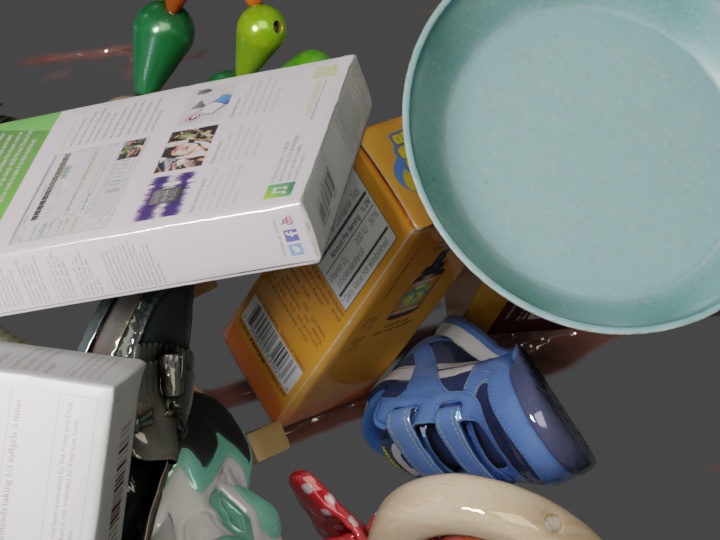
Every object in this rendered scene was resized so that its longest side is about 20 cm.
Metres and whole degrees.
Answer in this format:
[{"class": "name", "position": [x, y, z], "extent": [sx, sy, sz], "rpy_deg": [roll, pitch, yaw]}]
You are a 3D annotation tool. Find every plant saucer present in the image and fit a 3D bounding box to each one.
[{"class": "plant saucer", "position": [0.114, -0.061, 1.252], "extent": [0.199, 0.036, 0.201], "rpy_deg": [3, 72, -10]}]

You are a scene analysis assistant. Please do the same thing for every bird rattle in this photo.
[{"class": "bird rattle", "position": [0.056, 0.148, 1.328], "extent": [0.200, 0.163, 0.113], "rpy_deg": [37, 52, -5]}]

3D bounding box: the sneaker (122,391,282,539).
[{"class": "sneaker", "position": [-0.092, 0.172, 1.311], "extent": [0.077, 0.140, 0.201], "rpy_deg": [20, 32, -38]}]

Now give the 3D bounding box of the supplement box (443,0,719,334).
[{"class": "supplement box", "position": [0.152, -0.064, 1.385], "extent": [0.199, 0.197, 0.134], "rpy_deg": [-5, 72, -11]}]

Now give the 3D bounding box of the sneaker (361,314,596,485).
[{"class": "sneaker", "position": [0.057, 0.081, 1.335], "extent": [0.082, 0.200, 0.074], "rpy_deg": [-34, 102, -9]}]

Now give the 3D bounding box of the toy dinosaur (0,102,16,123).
[{"class": "toy dinosaur", "position": [-0.261, -0.109, 1.408], "extent": [0.135, 0.102, 0.201], "rpy_deg": [28, 82, 27]}]

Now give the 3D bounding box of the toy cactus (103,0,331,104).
[{"class": "toy cactus", "position": [-0.090, -0.088, 1.420], "extent": [0.164, 0.102, 0.201], "rpy_deg": [-20, 95, 9]}]

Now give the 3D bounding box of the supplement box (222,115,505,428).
[{"class": "supplement box", "position": [0.000, 0.000, 1.334], "extent": [0.066, 0.200, 0.069], "rpy_deg": [-19, 70, -34]}]

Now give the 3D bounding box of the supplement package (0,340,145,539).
[{"class": "supplement package", "position": [-0.206, 0.087, 1.174], "extent": [0.199, 0.117, 0.118], "rpy_deg": [8, 95, 1]}]

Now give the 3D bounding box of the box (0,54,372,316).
[{"class": "box", "position": [-0.102, -0.037, 1.226], "extent": [0.199, 0.037, 0.145], "rpy_deg": [-8, 29, 16]}]

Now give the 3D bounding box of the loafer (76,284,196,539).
[{"class": "loafer", "position": [-0.109, 0.096, 1.262], "extent": [0.063, 0.072, 0.201], "rpy_deg": [21, 97, 31]}]

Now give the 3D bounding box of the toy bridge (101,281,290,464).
[{"class": "toy bridge", "position": [-0.106, 0.014, 1.385], "extent": [0.027, 0.067, 0.201], "rpy_deg": [-27, 92, -44]}]

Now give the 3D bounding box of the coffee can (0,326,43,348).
[{"class": "coffee can", "position": [-0.253, 0.069, 1.306], "extent": [0.199, 0.146, 0.147], "rpy_deg": [27, 70, 1]}]
